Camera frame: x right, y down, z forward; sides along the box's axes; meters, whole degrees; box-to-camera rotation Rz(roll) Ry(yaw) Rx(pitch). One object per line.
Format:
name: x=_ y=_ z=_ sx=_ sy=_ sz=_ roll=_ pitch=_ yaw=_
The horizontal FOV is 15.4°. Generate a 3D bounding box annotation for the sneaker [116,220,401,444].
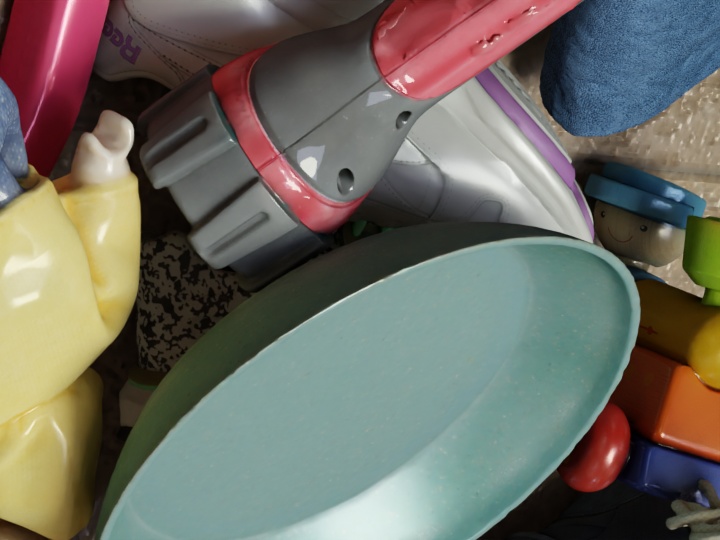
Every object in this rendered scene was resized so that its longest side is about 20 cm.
sneaker: x=0.000 y=0.000 z=0.929 sx=0.200 sy=0.077 sz=0.089 roll=-18 pitch=107 yaw=-38

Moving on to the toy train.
toy train: x=0.125 y=0.033 z=0.957 sx=0.084 sy=0.200 sz=0.116 roll=17 pitch=94 yaw=-27

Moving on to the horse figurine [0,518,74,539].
horse figurine: x=-0.140 y=0.127 z=0.871 sx=0.199 sy=0.050 sz=0.133 roll=-2 pitch=93 yaw=-26

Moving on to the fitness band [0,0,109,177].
fitness band: x=-0.138 y=-0.090 z=0.784 sx=0.143 sy=0.037 sz=0.201 roll=-1 pitch=114 yaw=-43

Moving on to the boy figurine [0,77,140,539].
boy figurine: x=-0.114 y=0.000 z=0.786 sx=0.124 sy=0.064 sz=0.200 roll=-37 pitch=138 yaw=-17

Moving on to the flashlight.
flashlight: x=0.029 y=-0.074 z=0.790 sx=0.200 sy=0.068 sz=0.068 roll=-34 pitch=144 yaw=14

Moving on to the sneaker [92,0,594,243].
sneaker: x=-0.005 y=-0.049 z=0.888 sx=0.200 sy=0.075 sz=0.100 roll=38 pitch=103 yaw=-29

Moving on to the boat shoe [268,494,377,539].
boat shoe: x=-0.070 y=0.145 z=0.942 sx=0.201 sy=0.066 sz=0.072 roll=-53 pitch=135 yaw=-5

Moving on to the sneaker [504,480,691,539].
sneaker: x=0.112 y=0.139 z=1.004 sx=0.146 sy=0.202 sz=0.077 roll=-27 pitch=109 yaw=-23

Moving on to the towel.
towel: x=0.119 y=-0.129 z=0.901 sx=0.112 sy=0.049 sz=0.200 roll=-41 pitch=162 yaw=-26

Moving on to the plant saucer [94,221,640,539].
plant saucer: x=-0.003 y=0.048 z=0.852 sx=0.200 sy=0.036 sz=0.200 roll=-25 pitch=150 yaw=-16
